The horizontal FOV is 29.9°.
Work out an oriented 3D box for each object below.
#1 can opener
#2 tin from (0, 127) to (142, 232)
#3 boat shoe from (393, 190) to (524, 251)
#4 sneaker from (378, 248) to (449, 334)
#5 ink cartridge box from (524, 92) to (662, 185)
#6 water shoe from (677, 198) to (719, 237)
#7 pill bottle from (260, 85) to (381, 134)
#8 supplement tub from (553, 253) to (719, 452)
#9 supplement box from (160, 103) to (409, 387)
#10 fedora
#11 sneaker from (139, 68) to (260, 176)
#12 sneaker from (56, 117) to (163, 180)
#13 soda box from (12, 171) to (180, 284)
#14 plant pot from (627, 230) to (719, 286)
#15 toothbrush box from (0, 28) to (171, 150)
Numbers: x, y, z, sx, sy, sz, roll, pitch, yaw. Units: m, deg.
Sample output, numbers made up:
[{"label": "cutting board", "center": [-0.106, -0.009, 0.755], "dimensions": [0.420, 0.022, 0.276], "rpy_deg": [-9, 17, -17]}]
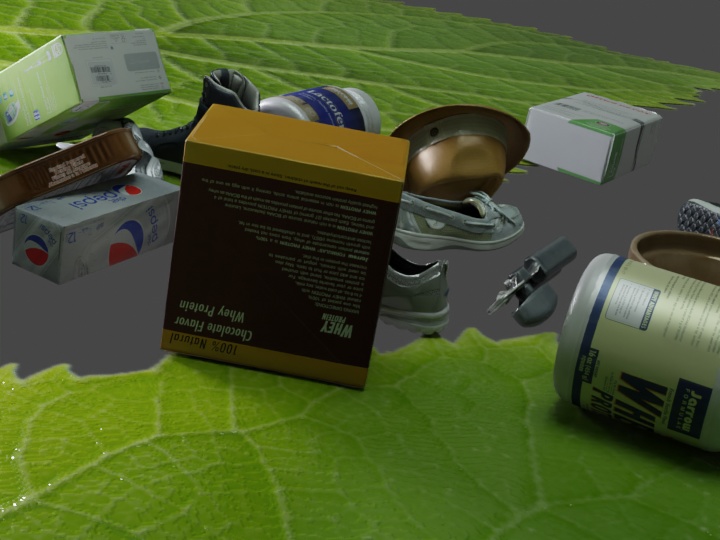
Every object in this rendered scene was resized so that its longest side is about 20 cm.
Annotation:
[{"label": "can opener", "center": [0.200, 0.018, 1.500], "dimensions": [0.067, 0.053, 0.199], "rpy_deg": [49, 31, 8]}, {"label": "tin", "center": [-0.320, -0.092, 1.417], "dimensions": [0.199, 0.042, 0.112], "rpy_deg": [-28, 2, -30]}, {"label": "boat shoe", "center": [0.119, -0.066, 1.630], "dimensions": [0.199, 0.066, 0.074], "rpy_deg": [-2, 25, -31]}, {"label": "sneaker", "center": [0.000, 0.000, 1.383], "dimensions": [0.197, 0.083, 0.075], "rpy_deg": [12, 21, 4]}, {"label": "ink cartridge box", "center": [0.356, -0.206, 2.068], "dimensions": [0.145, 0.086, 0.199], "rpy_deg": [22, 24, 28]}, {"label": "water shoe", "center": [0.497, -0.046, 1.749], "dimensions": [0.078, 0.072, 0.200], "rpy_deg": [1, 23, -27]}, {"label": "pill bottle", "center": [-0.060, -0.180, 1.768], "dimensions": [0.115, 0.117, 0.199], "rpy_deg": [20, 23, 25]}, {"label": "supplement tub", "center": [0.289, 0.079, 1.231], "dimensions": [0.198, 0.147, 0.145], "rpy_deg": [18, 22, 19]}, {"label": "supplement box", "center": [-0.068, -0.025, 1.250], "dimensions": [0.194, 0.203, 0.133], "rpy_deg": [10, 21, 1]}, {"label": "fedora", "center": [0.121, -0.127, 1.702], "dimensions": [0.197, 0.201, 0.083], "rpy_deg": [4, 58, -16]}, {"label": "sneaker", "center": [-0.204, -0.189, 1.686], "dimensions": [0.200, 0.148, 0.077], "rpy_deg": [21, 25, 29]}, {"label": "sneaker", "center": [-0.310, -0.130, 1.580], "dimensions": [0.113, 0.076, 0.200], "rpy_deg": [1, 26, -29]}, {"label": "soda box", "center": [-0.270, -0.047, 1.406], "dimensions": [0.068, 0.064, 0.199], "rpy_deg": [20, 23, 24]}, {"label": "plant pot", "center": [0.379, 0.035, 1.457], "dimensions": [0.198, 0.094, 0.201], "rpy_deg": [10, 20, -4]}, {"label": "toothbrush box", "center": [-0.353, -0.220, 1.648], "dimensions": [0.198, 0.087, 0.145], "rpy_deg": [-16, 0, 41]}]
